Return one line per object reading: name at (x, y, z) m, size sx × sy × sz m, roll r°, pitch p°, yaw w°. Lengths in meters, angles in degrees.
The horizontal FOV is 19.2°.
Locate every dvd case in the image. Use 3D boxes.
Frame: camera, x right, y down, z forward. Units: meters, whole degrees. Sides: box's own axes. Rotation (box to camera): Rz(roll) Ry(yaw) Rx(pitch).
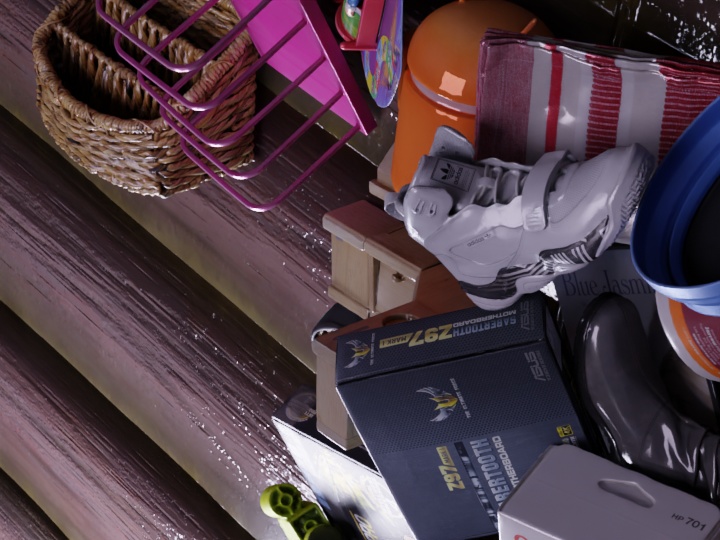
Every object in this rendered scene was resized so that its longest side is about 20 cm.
dvd case at (0.210, 0.072, 1.557) m, size 0.142 × 0.018 × 0.201 m, roll -3°, pitch 106°, yaw 54°

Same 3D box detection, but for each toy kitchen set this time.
toy kitchen set at (0.000, 0.000, 1.655) m, size 0.200 × 0.180 × 0.164 m, roll 31°, pitch 130°, yaw 44°

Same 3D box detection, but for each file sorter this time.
file sorter at (-0.102, -0.163, 1.676) m, size 0.139 × 0.125 × 0.200 m, roll 39°, pitch 167°, yaw 35°

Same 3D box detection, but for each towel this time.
towel at (0.173, -0.082, 1.436) m, size 0.199 × 0.023 × 0.145 m, roll 10°, pitch 123°, yaw 16°

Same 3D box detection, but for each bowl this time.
bowl at (0.253, -0.056, 1.291) m, size 0.039 × 0.201 × 0.200 m, roll 42°, pitch 152°, yaw -23°

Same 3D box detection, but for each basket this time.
basket at (-0.196, -0.176, 1.851) m, size 0.200 × 0.142 × 0.149 m, roll 37°, pitch 136°, yaw 36°

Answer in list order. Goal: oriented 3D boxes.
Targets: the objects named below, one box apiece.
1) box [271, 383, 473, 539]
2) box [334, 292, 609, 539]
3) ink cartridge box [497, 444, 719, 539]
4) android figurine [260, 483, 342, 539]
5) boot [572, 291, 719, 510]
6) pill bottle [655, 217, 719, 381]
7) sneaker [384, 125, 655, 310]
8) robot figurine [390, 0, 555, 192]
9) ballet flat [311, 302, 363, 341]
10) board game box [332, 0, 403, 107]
box at (0.023, 0.199, 1.793) m, size 0.161 × 0.049 × 0.200 m, roll 27°, pitch 152°, yaw 43°
box at (0.086, 0.113, 1.550) m, size 0.157 × 0.051 × 0.200 m, roll -12°, pitch 132°, yaw 15°
ink cartridge box at (0.182, 0.242, 1.527) m, size 0.146 × 0.086 × 0.201 m, roll 21°, pitch 138°, yaw 31°
android figurine at (-0.028, 0.267, 1.904) m, size 0.182 × 0.041 × 0.200 m, roll 57°, pitch 170°, yaw -2°
boot at (0.228, 0.111, 1.494) m, size 0.131 × 0.070 × 0.201 m, roll 13°, pitch 130°, yaw 46°
pill bottle at (0.291, 0.005, 1.327) m, size 0.200 × 0.114 × 0.115 m, roll -14°, pitch 98°, yaw 53°
sneaker at (0.100, -0.049, 1.409) m, size 0.115 × 0.075 × 0.200 m, roll 36°, pitch 144°, yaw -14°
robot figurine at (0.085, -0.110, 1.539) m, size 0.144 × 0.116 × 0.201 m, roll -91°, pitch 7°, yaw -54°
ballet flat at (0.028, 0.104, 1.774) m, size 0.200 × 0.073 × 0.073 m, roll 47°, pitch 141°, yaw 26°
board game box at (-0.002, -0.222, 1.576) m, size 0.158 × 0.039 × 0.201 m, roll -139°, pitch 49°, yaw -75°
